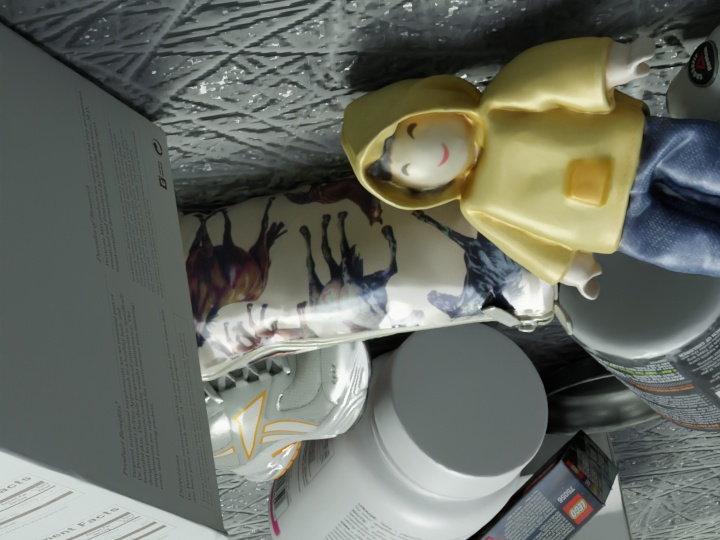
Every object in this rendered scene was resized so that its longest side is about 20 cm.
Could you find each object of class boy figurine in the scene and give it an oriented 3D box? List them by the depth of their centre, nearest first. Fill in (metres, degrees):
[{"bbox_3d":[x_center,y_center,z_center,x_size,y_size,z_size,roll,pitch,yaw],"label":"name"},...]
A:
[{"bbox_3d":[0.090,-0.047,0.853,0.199,0.065,0.125,15,124,-2],"label":"boy figurine"}]

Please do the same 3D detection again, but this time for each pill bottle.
[{"bbox_3d":[0.173,0.022,1.041,0.106,0.107,0.200,-19,155,18],"label":"pill bottle"},{"bbox_3d":[0.027,0.113,1.168,0.113,0.114,0.200,-1,154,-22],"label":"pill bottle"}]

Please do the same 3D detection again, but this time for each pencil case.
[{"bbox_3d":[0.000,0.000,0.939,0.198,0.090,0.078,-11,153,1],"label":"pencil case"}]

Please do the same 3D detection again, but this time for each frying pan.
[{"bbox_3d":[0.135,0.091,1.266,0.114,0.031,0.190,7,154,-34],"label":"frying pan"}]

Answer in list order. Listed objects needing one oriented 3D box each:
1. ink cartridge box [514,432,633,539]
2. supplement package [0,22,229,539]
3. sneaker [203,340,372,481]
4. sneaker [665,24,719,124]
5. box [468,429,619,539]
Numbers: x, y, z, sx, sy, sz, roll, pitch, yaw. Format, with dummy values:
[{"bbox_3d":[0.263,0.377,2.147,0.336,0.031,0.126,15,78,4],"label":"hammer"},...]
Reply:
[{"bbox_3d":[0.119,0.193,1.368,0.128,0.126,0.200,-12,156,2],"label":"ink cartridge box"},{"bbox_3d":[-0.174,0.017,0.774,0.146,0.192,0.200,-22,153,21],"label":"supplement package"},{"bbox_3d":[-0.061,0.061,1.070,0.091,0.076,0.200,6,150,-24],"label":"sneaker"},{"bbox_3d":[0.223,-0.069,0.913,0.199,0.075,0.088,20,145,-30],"label":"sneaker"},{"bbox_3d":[0.070,0.185,1.207,0.200,0.040,0.137,-45,175,9],"label":"box"}]
